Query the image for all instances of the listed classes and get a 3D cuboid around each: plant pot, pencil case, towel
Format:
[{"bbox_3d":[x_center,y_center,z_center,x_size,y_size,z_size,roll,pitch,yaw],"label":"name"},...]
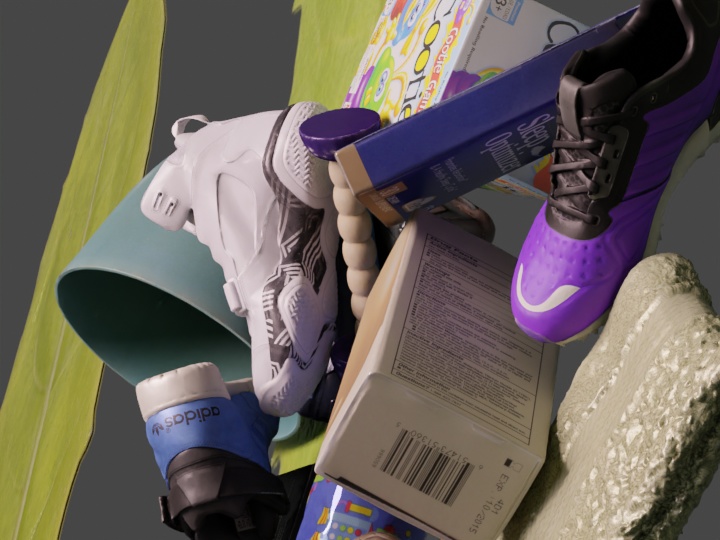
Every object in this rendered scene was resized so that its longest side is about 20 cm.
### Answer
[{"bbox_3d":[-0.092,-0.002,1.691,0.161,0.200,0.200,-59,13,-24],"label":"plant pot"},{"bbox_3d":[0.016,0.103,1.410,0.087,0.078,0.201,-25,44,65],"label":"pencil case"},{"bbox_3d":[0.124,0.099,1.168,0.201,0.036,0.148,-61,19,16],"label":"towel"}]

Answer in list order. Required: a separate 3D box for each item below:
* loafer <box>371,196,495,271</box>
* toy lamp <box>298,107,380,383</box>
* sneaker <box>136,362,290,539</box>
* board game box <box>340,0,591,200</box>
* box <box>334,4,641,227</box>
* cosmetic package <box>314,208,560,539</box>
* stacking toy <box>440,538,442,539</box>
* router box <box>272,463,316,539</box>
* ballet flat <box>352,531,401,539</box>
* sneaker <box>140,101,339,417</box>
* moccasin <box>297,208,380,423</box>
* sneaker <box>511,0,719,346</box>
[{"bbox_3d":[0.040,-0.032,1.574,0.200,0.063,0.072,-131,29,-74],"label":"loafer"},{"bbox_3d":[0.000,0.000,1.480,0.058,0.058,0.201,-113,13,-67],"label":"toy lamp"},{"bbox_3d":[-0.086,0.126,1.513,0.200,0.076,0.112,51,-157,-79],"label":"sneaker"},{"bbox_3d":[0.072,-0.113,1.478,0.105,0.103,0.200,-67,17,-2],"label":"board game box"},{"bbox_3d":[0.089,-0.086,1.306,0.199,0.033,0.121,-27,-11,5],"label":"box"},{"bbox_3d":[0.047,0.055,1.272,0.071,0.105,0.200,-60,4,26],"label":"cosmetic package"},{"bbox_3d":[0.028,0.200,1.254,0.200,0.109,0.116,-60,2,-34],"label":"stacking toy"},{"bbox_3d":[-0.064,0.231,1.527,0.149,0.051,0.201,-27,43,67],"label":"router box"},{"bbox_3d":[-0.018,0.240,1.332,0.046,0.067,0.201,-10,-55,-60],"label":"ballet flat"},{"bbox_3d":[-0.076,-0.008,1.515,0.075,0.114,0.201,16,-103,-69],"label":"sneaker"},{"bbox_3d":[-0.026,0.002,1.568,0.081,0.068,0.201,122,141,-62],"label":"moccasin"},{"bbox_3d":[0.123,-0.062,1.208,0.069,0.099,0.201,30,88,41],"label":"sneaker"}]
